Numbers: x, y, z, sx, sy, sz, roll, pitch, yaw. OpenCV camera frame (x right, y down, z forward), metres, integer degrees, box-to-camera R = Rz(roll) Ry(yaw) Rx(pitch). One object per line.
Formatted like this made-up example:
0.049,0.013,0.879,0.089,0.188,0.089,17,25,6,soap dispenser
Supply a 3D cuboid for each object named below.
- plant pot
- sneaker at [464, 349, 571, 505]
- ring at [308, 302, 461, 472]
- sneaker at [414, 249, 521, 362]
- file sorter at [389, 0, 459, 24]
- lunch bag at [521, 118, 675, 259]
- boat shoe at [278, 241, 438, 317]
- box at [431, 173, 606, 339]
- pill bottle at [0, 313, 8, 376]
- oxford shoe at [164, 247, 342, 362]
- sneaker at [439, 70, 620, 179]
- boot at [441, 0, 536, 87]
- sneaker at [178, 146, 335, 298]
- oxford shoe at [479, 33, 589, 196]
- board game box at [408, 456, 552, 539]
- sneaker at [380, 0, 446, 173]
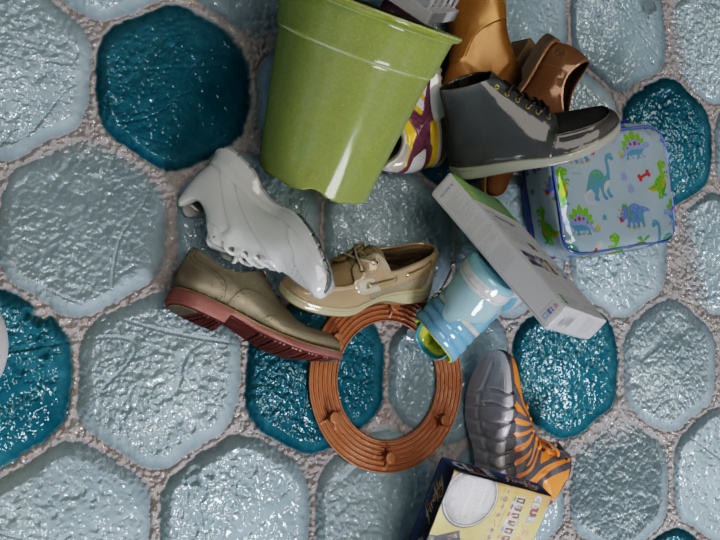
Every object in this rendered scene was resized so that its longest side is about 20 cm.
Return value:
-0.020,-0.177,1.027,0.197,0.200,0.193,13,106,-26,plant pot
0.185,0.189,1.174,0.110,0.077,0.204,-5,98,-32,sneaker
0.033,0.122,1.124,0.197,0.019,0.205,3,84,-28,ring
0.123,0.040,1.141,0.080,0.199,0.131,47,107,17,sneaker
0.056,-0.346,1.035,0.138,0.200,0.126,32,110,3,file sorter
0.295,-0.101,1.249,0.197,0.082,0.164,-8,90,-28,lunch bag
0.000,0.000,1.073,0.198,0.071,0.065,-7,125,-41,boat shoe
0.174,-0.014,1.101,0.201,0.036,0.144,54,18,26,box
-0.350,0.063,0.824,0.107,0.199,0.112,3,84,-27,pill bottle
-0.098,0.038,1.035,0.198,0.070,0.076,26,68,-25,oxford shoe
0.187,-0.173,1.106,0.196,0.075,0.108,-14,113,-1,sneaker
0.122,-0.258,1.180,0.201,0.070,0.145,42,67,-22,boot
-0.102,-0.034,1.009,0.087,0.075,0.200,-42,64,-12,sneaker
0.201,-0.171,1.175,0.203,0.071,0.071,-64,157,8,oxford shoe
0.112,0.315,1.098,0.134,0.035,0.203,19,97,-24,board game box
0.040,-0.211,1.129,0.089,0.075,0.204,-12,90,-34,sneaker
